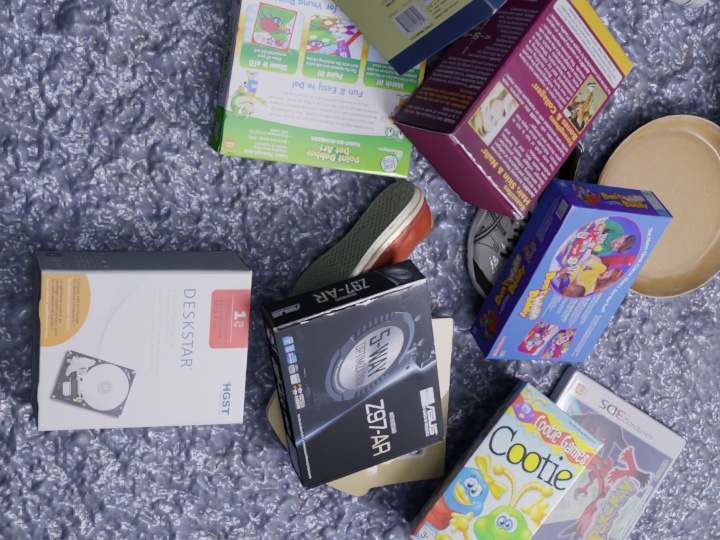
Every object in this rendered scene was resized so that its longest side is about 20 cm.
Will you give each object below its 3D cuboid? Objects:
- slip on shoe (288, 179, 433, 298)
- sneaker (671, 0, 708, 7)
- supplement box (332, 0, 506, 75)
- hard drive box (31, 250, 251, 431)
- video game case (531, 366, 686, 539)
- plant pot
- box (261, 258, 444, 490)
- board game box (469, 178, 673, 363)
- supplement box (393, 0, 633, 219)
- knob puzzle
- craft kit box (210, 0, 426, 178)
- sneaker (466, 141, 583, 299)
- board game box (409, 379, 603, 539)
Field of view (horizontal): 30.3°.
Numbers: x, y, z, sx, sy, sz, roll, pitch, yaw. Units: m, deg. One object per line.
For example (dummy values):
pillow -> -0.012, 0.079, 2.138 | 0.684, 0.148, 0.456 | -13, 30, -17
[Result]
slip on shoe -> 0.000, 0.000, 1.337 | 0.200, 0.074, 0.061 | -47, 128, -3
sneaker -> 0.346, -0.373, 1.359 | 0.070, 0.073, 0.203 | 7, 101, -24
supplement box -> 0.046, -0.312, 1.169 | 0.200, 0.200, 0.134 | 46, 68, -10
hard drive box -> -0.211, 0.064, 1.274 | 0.198, 0.077, 0.158 | -1, 104, -19
video game case -> 0.252, 0.235, 1.505 | 0.181, 0.023, 0.201 | 31, 92, -23
plant pot -> 0.336, -0.071, 1.456 | 0.198, 0.027, 0.203 | -5, 106, -18
box -> -0.004, 0.104, 1.315 | 0.158, 0.044, 0.202 | -17, 122, -15
board game box -> 0.214, 0.005, 1.368 | 0.133, 0.045, 0.201 | 5, 127, -31
supplement box -> 0.151, -0.173, 1.303 | 0.201, 0.103, 0.131 | -52, 124, -10
knob puzzle -> -0.004, 0.137, 1.388 | 0.217, 0.030, 0.223 | -5, 106, -18
craft kit box -> -0.033, -0.200, 1.288 | 0.198, 0.048, 0.200 | 6, 99, -20
sneaker -> 0.169, -0.058, 1.369 | 0.075, 0.088, 0.202 | 12, 101, -23
board game box -> 0.151, 0.227, 1.407 | 0.103, 0.105, 0.201 | 38, 89, 4
